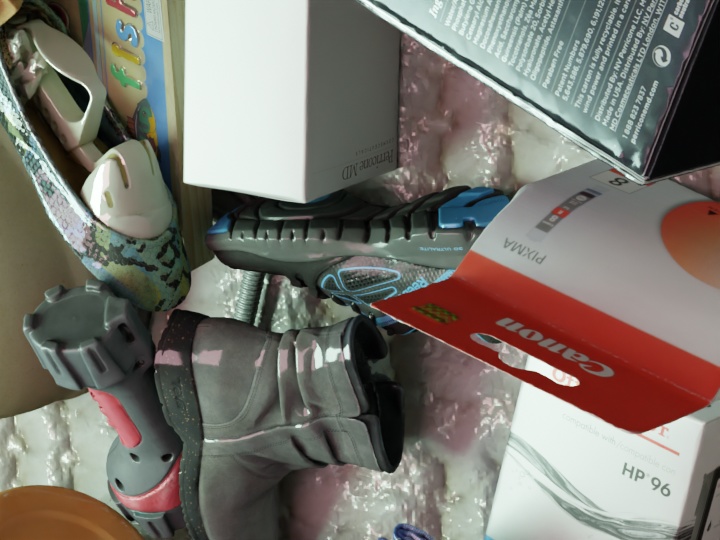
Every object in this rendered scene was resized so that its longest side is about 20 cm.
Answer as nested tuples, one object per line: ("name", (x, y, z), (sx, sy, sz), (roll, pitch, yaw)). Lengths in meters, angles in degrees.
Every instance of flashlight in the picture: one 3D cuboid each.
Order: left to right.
("flashlight", (-0.139, 0.080, 1.543), (0.068, 0.068, 0.200), (33, 162, 34))

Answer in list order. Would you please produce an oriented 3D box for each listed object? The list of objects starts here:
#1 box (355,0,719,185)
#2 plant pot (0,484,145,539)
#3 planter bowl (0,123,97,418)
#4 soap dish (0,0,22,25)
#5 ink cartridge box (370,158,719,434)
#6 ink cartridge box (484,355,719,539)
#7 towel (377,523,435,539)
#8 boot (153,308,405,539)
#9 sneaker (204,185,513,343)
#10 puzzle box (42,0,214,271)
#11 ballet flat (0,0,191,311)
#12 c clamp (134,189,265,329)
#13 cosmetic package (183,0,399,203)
("box", (0.130, -0.151, 1.267), (0.196, 0.200, 0.124), (33, 118, 28))
("plant pot", (-0.201, 0.221, 1.612), (0.200, 0.200, 0.140), (54, 139, 16))
("planter bowl", (-0.263, 0.010, 1.631), (0.200, 0.134, 0.201), (36, 140, 39))
("soap dish", (-0.277, -0.179, 1.495), (0.157, 0.081, 0.200), (48, 144, -11))
("ink cartridge box", (0.127, 0.006, 1.306), (0.162, 0.200, 0.050), (26, 115, 32))
("ink cartridge box", (0.139, 0.101, 1.405), (0.116, 0.068, 0.201), (26, 116, 33))
("towel", (0.097, 0.208, 1.418), (0.200, 0.147, 0.024), (35, 78, 15))
("boot", (-0.037, 0.106, 1.531), (0.131, 0.070, 0.200), (4, 138, 17))
("sneaker", (0.000, 0.000, 1.485), (0.199, 0.073, 0.082), (5, 120, 34))
("puzzle box", (-0.141, -0.109, 1.530), (0.133, 0.025, 0.201), (28, 134, 36))
("ballet flat", (-0.153, -0.069, 1.494), (0.200, 0.074, 0.074), (53, 128, 6))
("c clamp", (-0.087, 0.018, 1.598), (0.171, 0.027, 0.201), (34, 119, 28))
("cosmetic package", (-0.036, -0.147, 1.461), (0.085, 0.108, 0.201), (8, 108, 29))
